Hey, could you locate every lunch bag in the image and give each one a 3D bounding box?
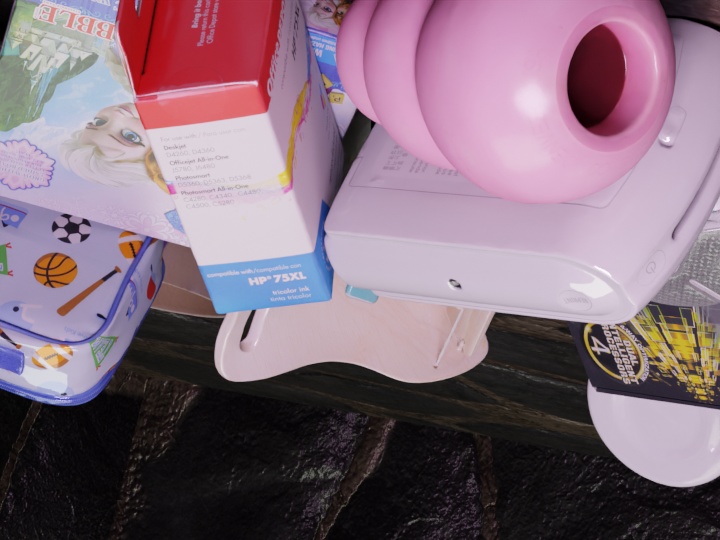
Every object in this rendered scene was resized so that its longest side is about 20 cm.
[{"bbox_3d":[-0.224,-0.007,1.378,0.198,0.161,0.076,18,139,7],"label":"lunch bag"}]

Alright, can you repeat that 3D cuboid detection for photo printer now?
[{"bbox_3d":[0.096,-0.055,1.180,0.199,0.167,0.070,5,147,40],"label":"photo printer"}]

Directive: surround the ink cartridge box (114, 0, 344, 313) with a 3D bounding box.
[{"bbox_3d":[-0.064,-0.088,1.186,0.067,0.117,0.201,-6,137,11],"label":"ink cartridge box"}]

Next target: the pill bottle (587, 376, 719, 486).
[{"bbox_3d":[0.242,0.050,1.542,0.110,0.112,0.200,8,-151,31],"label":"pill bottle"}]

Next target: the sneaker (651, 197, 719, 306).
[{"bbox_3d":[0.202,-0.041,1.190,0.199,0.081,0.070,-22,133,36],"label":"sneaker"}]

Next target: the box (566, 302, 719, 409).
[{"bbox_3d":[0.172,-0.015,1.316,0.160,0.049,0.201,5,127,45],"label":"box"}]

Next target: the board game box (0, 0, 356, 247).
[{"bbox_3d":[-0.108,-0.097,1.301,0.198,0.041,0.200,15,139,-10],"label":"board game box"}]

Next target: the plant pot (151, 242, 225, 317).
[{"bbox_3d":[-0.175,-0.056,1.698,0.199,0.136,0.200,13,172,2],"label":"plant pot"}]

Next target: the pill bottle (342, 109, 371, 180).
[{"bbox_3d":[-0.099,-0.088,1.440,0.198,0.113,0.112,12,172,15],"label":"pill bottle"}]

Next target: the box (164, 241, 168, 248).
[{"bbox_3d":[-0.210,-0.077,1.543,0.199,0.039,0.137,29,-152,-3],"label":"box"}]

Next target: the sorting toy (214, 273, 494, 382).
[{"bbox_3d":[0.000,0.000,1.334,0.179,0.107,0.200,-25,159,-23],"label":"sorting toy"}]

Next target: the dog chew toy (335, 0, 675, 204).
[{"bbox_3d":[0.059,-0.101,1.109,0.124,0.126,0.199,19,178,-35],"label":"dog chew toy"}]
